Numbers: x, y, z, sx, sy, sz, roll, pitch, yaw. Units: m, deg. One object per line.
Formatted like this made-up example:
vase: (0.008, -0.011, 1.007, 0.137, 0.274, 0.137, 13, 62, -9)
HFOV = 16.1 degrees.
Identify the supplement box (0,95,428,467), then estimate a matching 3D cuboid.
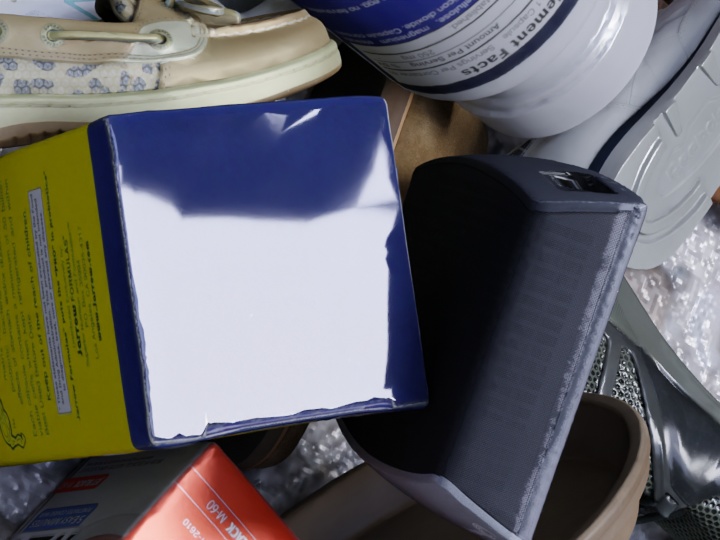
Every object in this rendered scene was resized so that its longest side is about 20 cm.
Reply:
supplement box: (-0.078, 0.009, 0.911, 0.109, 0.200, 0.110, -7, 88, -31)

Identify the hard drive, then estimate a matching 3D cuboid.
hard drive: (0.039, 0.020, 0.918, 0.042, 0.200, 0.135, 19, 92, -13)

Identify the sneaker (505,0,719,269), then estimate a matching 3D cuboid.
sneaker: (0.133, -0.084, 1.076, 0.200, 0.080, 0.076, -42, 127, -29)

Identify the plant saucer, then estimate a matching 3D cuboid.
plant saucer: (0.020, 0.110, 0.941, 0.200, 0.200, 0.029, -36, 106, -29)

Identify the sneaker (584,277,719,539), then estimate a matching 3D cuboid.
sneaker: (0.098, 0.080, 1.083, 0.114, 0.076, 0.199, -44, 103, -26)

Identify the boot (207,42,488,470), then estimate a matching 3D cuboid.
boot: (0.000, 0.000, 1.040, 0.075, 0.074, 0.200, 36, 64, -31)

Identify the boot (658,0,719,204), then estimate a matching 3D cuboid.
boot: (0.201, -0.117, 1.168, 0.155, 0.077, 0.200, 36, 69, -20)

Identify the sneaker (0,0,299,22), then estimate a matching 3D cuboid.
sneaker: (-0.113, -0.099, 0.968, 0.200, 0.070, 0.080, 9, 120, -34)

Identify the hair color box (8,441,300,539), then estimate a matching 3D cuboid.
hair color box: (-0.122, 0.152, 0.918, 0.064, 0.111, 0.200, 50, 62, -16)

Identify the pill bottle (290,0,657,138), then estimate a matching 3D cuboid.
pill bottle: (0.024, -0.134, 0.972, 0.200, 0.116, 0.116, 35, 65, -46)

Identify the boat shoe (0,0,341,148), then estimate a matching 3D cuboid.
boat shoe: (-0.103, -0.078, 0.899, 0.200, 0.073, 0.063, -9, 95, -21)
